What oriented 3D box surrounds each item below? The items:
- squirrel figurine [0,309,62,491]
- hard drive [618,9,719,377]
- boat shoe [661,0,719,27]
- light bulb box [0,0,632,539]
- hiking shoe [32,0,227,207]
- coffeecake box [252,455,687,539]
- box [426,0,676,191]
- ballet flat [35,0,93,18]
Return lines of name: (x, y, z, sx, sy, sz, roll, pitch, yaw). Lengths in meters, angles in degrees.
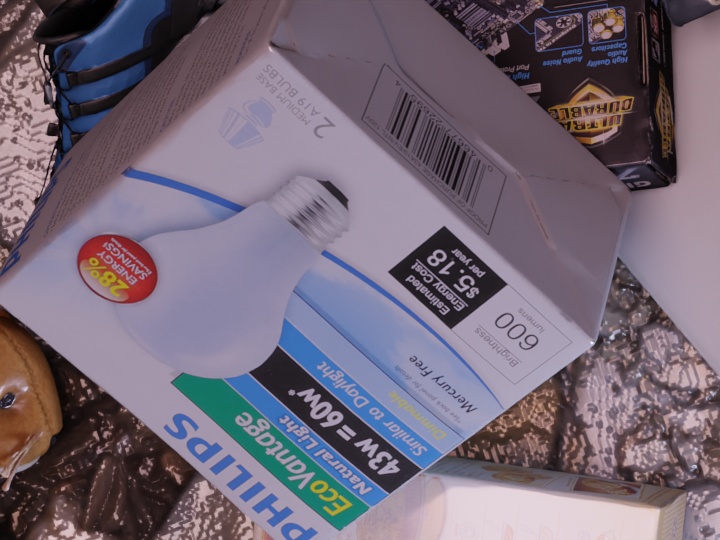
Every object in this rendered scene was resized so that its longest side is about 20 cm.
squirrel figurine: (-0.255, 0.079, 1.427, 0.200, 0.142, 0.187, 42, 96, 9)
hard drive: (0.172, -0.046, 1.301, 0.132, 0.026, 0.200, -47, 51, 13)
boat shoe: (0.229, -0.159, 1.289, 0.199, 0.075, 0.062, -14, 98, -10)
light bulb box: (-0.021, -0.012, 1.256, 0.198, 0.125, 0.200, 41, 124, -14)
hiking shoe: (-0.131, -0.091, 1.395, 0.086, 0.074, 0.201, 20, 103, -26)
coffeecake box: (0.047, 0.171, 1.367, 0.199, 0.073, 0.154, 7, 94, 16)
box: (0.047, -0.128, 1.340, 0.199, 0.050, 0.199, -8, 76, 22)
ballet flat: (-0.111, -0.211, 1.411, 0.068, 0.068, 0.200, 39, 102, 24)
